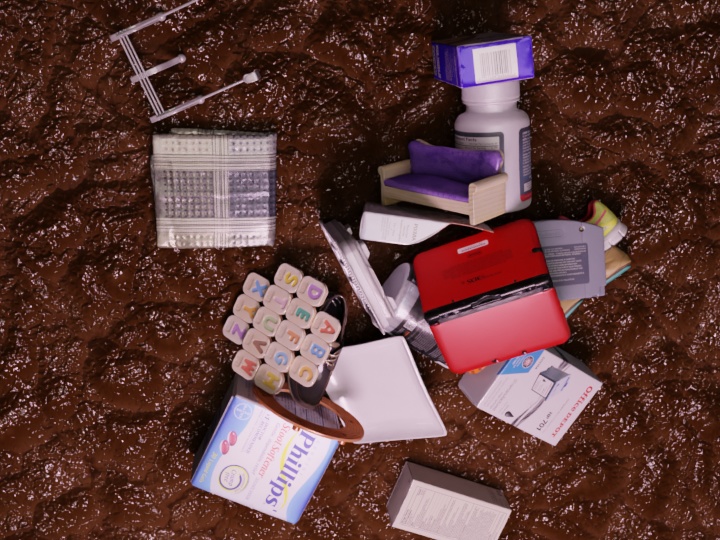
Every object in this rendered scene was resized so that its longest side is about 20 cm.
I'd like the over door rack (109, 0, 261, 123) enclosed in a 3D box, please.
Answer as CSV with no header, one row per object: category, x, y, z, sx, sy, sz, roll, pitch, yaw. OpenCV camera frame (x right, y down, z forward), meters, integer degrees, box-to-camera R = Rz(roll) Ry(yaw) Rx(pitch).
over door rack,-0.256,-0.323,1.304,0.199,0.067,0.148,-17,109,20

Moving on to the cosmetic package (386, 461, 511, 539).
cosmetic package,0.160,0.433,1.587,0.199,0.073,0.104,21,103,-12

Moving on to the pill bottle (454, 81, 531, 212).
pill bottle,0.210,-0.199,1.380,0.119,0.120,0.201,-6,107,-5

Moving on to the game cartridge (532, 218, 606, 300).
game cartridge,0.299,-0.015,1.400,0.199,0.042,0.134,-5,90,-15

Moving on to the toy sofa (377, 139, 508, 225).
toy sofa,0.124,-0.140,1.342,0.083,0.200,0.098,-21,117,-40

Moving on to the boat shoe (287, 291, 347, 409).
boat shoe,-0.069,0.125,1.422,0.074,0.073,0.201,16,71,-20

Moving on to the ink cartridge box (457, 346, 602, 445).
ink cartridge box,0.294,0.194,1.503,0.200,0.086,0.147,29,101,-27

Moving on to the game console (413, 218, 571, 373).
game console,0.203,0.041,1.356,0.199,0.173,0.119,-19,150,14

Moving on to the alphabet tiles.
alphabet tiles,-0.132,0.094,1.413,0.195,0.015,0.200,29,95,25

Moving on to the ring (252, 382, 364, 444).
ring,-0.087,0.233,1.429,0.200,0.200,0.019,22,98,-13

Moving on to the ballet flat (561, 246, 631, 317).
ballet flat,0.374,0.029,1.508,0.200,0.069,0.063,-40,79,3

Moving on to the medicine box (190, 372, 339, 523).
medicine box,-0.162,0.304,1.493,0.200,0.103,0.183,24,102,-12

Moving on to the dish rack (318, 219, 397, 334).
dish rack,0.000,0.000,1.372,0.043,0.200,0.172,-27,108,-3

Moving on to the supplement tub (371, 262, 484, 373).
supplement tub,0.128,0.084,1.453,0.200,0.123,0.123,32,100,-14

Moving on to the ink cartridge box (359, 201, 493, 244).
ink cartridge box,0.099,-0.066,1.369,0.199,0.160,0.047,10,99,0

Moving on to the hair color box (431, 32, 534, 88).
hair color box,0.177,-0.317,1.298,0.109,0.200,0.065,-9,106,-4

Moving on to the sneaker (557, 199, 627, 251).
sneaker,0.346,-0.045,1.473,0.200,0.078,0.090,-36,99,-1

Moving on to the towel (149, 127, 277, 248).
towel,-0.234,-0.130,1.397,0.199,0.035,0.193,-1,110,-9

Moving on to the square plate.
square plate,0.031,0.203,1.483,0.200,0.028,0.199,-12,112,34
